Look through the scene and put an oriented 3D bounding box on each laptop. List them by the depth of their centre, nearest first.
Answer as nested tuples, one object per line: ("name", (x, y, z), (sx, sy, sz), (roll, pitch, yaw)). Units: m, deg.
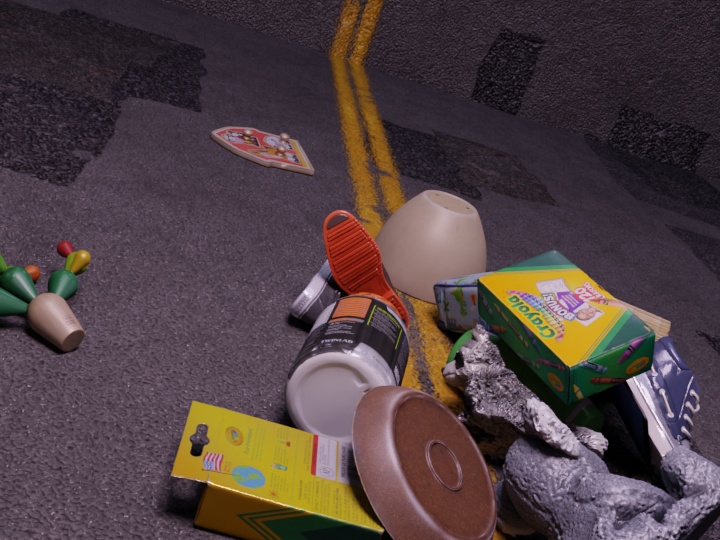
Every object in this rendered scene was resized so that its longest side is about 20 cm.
("laptop", (0.274, 0.157, 1.212), (0.197, 0.105, 0.178), (8, -27, 22))

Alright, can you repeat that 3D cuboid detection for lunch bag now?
("lunch bag", (0.211, 0.042, 1.359), (0.159, 0.084, 0.199), (-11, 5, -28))

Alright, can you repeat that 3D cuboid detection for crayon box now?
("crayon box", (-0.078, 0.199, 0.899), (0.197, 0.051, 0.127), (18, 22, -7))
("crayon box", (0.237, 0.062, 1.126), (0.117, 0.059, 0.200), (-19, 36, -17))

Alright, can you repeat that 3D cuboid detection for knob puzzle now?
("knob puzzle", (-0.198, -0.255, 1.888), (0.216, 0.031, 0.220), (17, 23, -7))

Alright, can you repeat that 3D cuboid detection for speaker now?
("speaker", (0.203, 0.155, 1.199), (0.199, 0.090, 0.088), (35, 26, 33))

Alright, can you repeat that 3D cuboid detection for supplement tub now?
("supplement tub", (-0.008, 0.105, 1.083), (0.121, 0.124, 0.200), (21, 22, 3))

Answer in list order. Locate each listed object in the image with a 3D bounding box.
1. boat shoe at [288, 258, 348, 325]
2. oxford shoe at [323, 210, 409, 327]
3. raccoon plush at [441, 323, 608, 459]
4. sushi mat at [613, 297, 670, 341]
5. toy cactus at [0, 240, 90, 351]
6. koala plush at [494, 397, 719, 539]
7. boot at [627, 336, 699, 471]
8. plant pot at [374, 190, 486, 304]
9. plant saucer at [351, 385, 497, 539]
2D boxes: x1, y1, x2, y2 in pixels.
("boat shoe", (-0.039, 0.029, 1.320), (0.066, 0.070, 0.200), (40, 19, -2))
("oxford shoe", (0.000, 0.000, 1.298), (0.070, 0.202, 0.073), (-25, 26, 1))
("raccoon plush", (0.190, 0.149, 1.122), (0.197, 0.097, 0.135), (17, 50, 1))
("sushi mat", (0.314, 0.075, 1.257), (0.197, 0.097, 0.012), (22, -19, -6))
("toy cactus", (-0.360, 0.018, 1.050), (0.165, 0.103, 0.199), (40, 19, 20))
("koala plush", (0.215, 0.230, 0.931), (0.182, 0.179, 0.200), (-16, 43, -40))
("boot", (0.392, 0.183, 1.183), (0.073, 0.089, 0.202), (59, 6, -71))
("plant pot", (0.124, -0.049, 1.543), (0.197, 0.136, 0.201), (17, 22, -7))
("plant saucer", (0.072, 0.196, 0.929), (0.199, 0.034, 0.202), (36, 33, -28))
